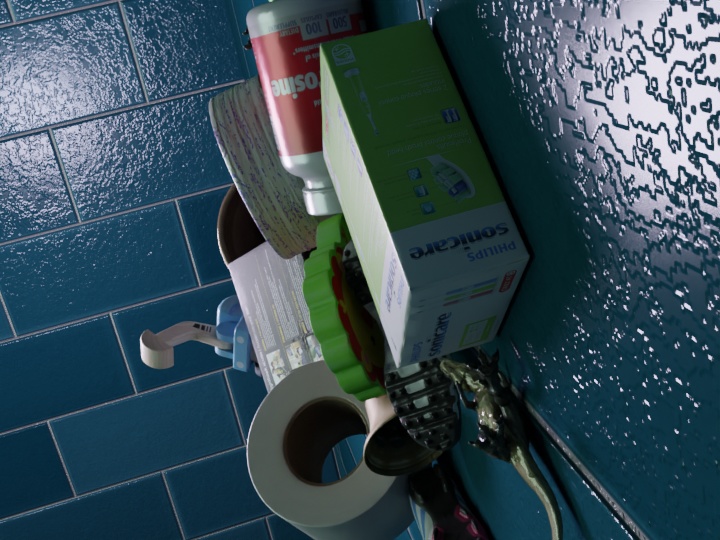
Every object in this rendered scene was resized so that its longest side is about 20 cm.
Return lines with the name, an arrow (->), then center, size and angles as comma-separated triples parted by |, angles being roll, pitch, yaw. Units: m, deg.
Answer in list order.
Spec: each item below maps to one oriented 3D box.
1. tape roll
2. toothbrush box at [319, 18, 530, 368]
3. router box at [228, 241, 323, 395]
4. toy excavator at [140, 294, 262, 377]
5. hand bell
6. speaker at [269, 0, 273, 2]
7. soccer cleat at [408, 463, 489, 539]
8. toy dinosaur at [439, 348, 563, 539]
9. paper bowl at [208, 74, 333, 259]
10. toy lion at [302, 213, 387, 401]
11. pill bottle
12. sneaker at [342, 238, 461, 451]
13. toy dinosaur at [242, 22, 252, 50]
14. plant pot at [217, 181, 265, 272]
tape roll -> -0.022, 0.227, 1.038 | 0.139, 0.201, 0.204 | 58, -171, -56
toothbrush box -> 0.037, -0.053, 0.620 | 0.146, 0.085, 0.202 | 92, 162, -64
router box -> -0.091, 0.056, 1.144 | 0.148, 0.051, 0.202 | -25, 80, 40
toy excavator -> -0.206, 0.095, 1.282 | 0.195, 0.198, 0.101 | -63, -17, -53
hand bell -> 0.020, 0.117, 0.949 | 0.201, 0.103, 0.105 | -117, 14, -46
speaker -> -0.083, -0.375, 0.871 | 0.088, 0.087, 0.202 | 121, 133, -79
soccer cleat -> 0.103, 0.293, 0.910 | 0.200, 0.069, 0.087 | -110, -2, -66
toy dinosaur -> 0.102, 0.116, 0.616 | 0.088, 0.047, 0.201 | 60, -175, -42
paper bowl -> -0.082, -0.123, 0.960 | 0.201, 0.103, 0.202 | -25, -90, -87
toy lion -> -0.003, 0.030, 0.818 | 0.192, 0.068, 0.202 | 39, -146, -58
pill bottle -> -0.034, -0.161, 0.820 | 0.112, 0.111, 0.202 | -133, 29, -73
sneaker -> 0.054, 0.058, 0.761 | 0.090, 0.066, 0.202 | -16, -96, -57
toy dinosaur -> -0.081, -0.276, 1.162 | 0.181, 0.200, 0.105 | 40, 157, 0
plant pot -> -0.099, -0.059, 1.300 | 0.175, 0.198, 0.202 | 13, -120, -78
